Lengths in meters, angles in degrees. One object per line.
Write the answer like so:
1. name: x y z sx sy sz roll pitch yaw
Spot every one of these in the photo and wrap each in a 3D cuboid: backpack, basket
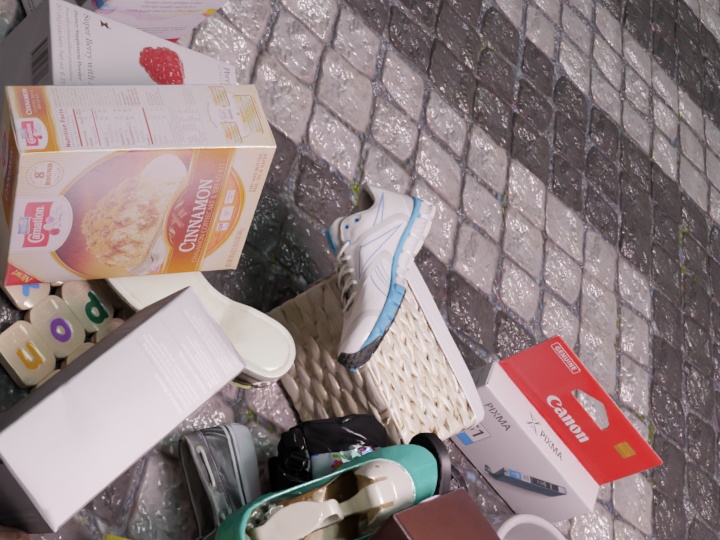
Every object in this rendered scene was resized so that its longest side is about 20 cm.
1. backpack: -0.008 0.231 1.021 0.125 0.167 0.203 -10 77 -6
2. basket: 0.005 0.093 1.159 0.123 0.135 0.202 -23 86 -47

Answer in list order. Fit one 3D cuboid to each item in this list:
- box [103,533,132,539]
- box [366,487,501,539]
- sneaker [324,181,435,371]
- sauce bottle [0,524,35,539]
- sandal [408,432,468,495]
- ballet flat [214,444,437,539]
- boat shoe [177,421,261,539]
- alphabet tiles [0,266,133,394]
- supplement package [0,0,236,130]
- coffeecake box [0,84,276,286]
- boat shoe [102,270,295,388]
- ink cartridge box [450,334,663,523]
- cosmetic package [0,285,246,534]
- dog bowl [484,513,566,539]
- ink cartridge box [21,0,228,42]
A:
1. box: -0.109 0.244 0.879 0.075 0.198 0.051 44 57 -43
2. box: 0.088 0.269 0.886 0.100 0.075 0.201 -5 54 -52
3. sneaker: 0.000 0.000 1.070 0.086 0.075 0.201 27 48 -9
4. sauce bottle: -0.241 0.229 0.858 0.200 0.064 0.065 48 41 -16
5. sandal: 0.064 0.213 1.073 0.047 0.202 0.076 -8 46 -16
6. ballet flat: -0.015 0.186 0.920 0.198 0.070 0.068 -18 83 -23
7. boat shoe: -0.116 0.231 1.006 0.070 0.072 0.203 -3 68 -29
8. alphabet tiles: -0.222 0.048 1.021 0.197 0.015 0.200 54 39 -10
9. supplement package: -0.214 -0.132 1.047 0.198 0.119 0.123 14 58 -44
10. coffeecake box: -0.185 -0.068 0.954 0.197 0.154 0.074 -5 53 -25
11. boat shoe: -0.151 0.037 1.041 0.200 0.060 0.072 35 59 -5
12. ink cartridge box: 0.197 0.179 1.287 0.200 0.175 0.045 49 41 -16
13. cosmetic package: -0.196 0.106 0.907 0.200 0.106 0.091 -43 103 -31
14. dog bowl: 0.172 0.350 1.258 0.199 0.058 0.203 26 52 -38
15. ink cartridge box: -0.193 -0.272 1.086 0.147 0.199 0.087 -14 79 -51
